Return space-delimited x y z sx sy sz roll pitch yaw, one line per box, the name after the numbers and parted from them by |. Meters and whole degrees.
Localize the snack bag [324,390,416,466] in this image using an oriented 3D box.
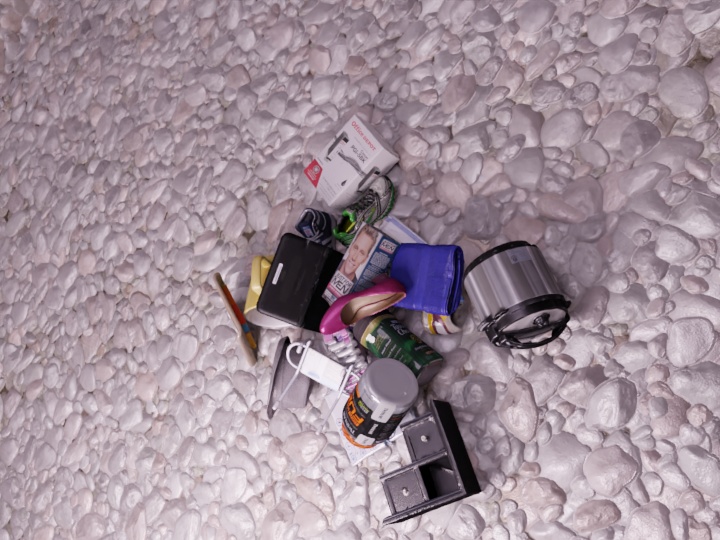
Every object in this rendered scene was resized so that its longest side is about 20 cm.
0.025 0.318 1.688 0.200 0.021 0.189 -35 61 20 | snack bag

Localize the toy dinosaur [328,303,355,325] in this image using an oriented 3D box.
-0.007 0.081 1.765 0.200 0.058 0.101 -43 68 -2 | toy dinosaur

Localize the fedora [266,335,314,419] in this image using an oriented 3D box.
-0.159 0.259 1.759 0.090 0.177 0.201 6 67 5 | fedora

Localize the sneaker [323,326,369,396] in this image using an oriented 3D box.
-0.009 0.208 1.689 0.080 0.088 0.201 -24 86 22 | sneaker

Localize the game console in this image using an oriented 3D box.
-0.131 0.032 1.764 0.175 0.116 0.201 20 88 2 | game console

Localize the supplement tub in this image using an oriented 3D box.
0.034 0.287 1.563 0.123 0.122 0.200 58 142 30 | supplement tub

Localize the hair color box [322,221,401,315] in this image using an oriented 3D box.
0.000 0.000 1.669 0.200 0.060 0.100 -61 35 6 | hair color box

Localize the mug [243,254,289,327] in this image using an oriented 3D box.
-0.208 0.038 1.833 0.187 0.149 0.154 124 150 -60 | mug

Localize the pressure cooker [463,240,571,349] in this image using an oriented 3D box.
0.313 0.063 1.478 0.176 0.179 0.200 -31 62 19 | pressure cooker

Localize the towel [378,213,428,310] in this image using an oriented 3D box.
0.064 -0.015 1.725 0.147 0.024 0.200 39 93 18 | towel

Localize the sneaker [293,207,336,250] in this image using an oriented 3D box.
-0.107 -0.059 1.822 0.070 0.108 0.201 -15 69 29 | sneaker

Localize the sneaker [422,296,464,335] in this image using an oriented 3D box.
0.187 0.042 1.631 0.090 0.075 0.201 -6 83 33 | sneaker

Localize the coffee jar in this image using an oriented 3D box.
0.080 0.166 1.630 0.200 0.104 0.085 39 114 26 | coffee jar

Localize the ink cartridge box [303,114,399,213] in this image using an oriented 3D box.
-0.024 -0.264 1.840 0.200 0.083 0.147 -46 57 15 | ink cartridge box

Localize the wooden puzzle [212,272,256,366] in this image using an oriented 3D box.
-0.312 0.123 1.876 0.037 0.185 0.200 -22 59 -9 | wooden puzzle

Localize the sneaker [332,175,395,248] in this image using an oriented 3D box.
0.010 -0.143 1.785 0.078 0.085 0.200 37 97 34 | sneaker

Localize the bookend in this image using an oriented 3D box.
0.120 0.403 1.553 0.198 0.092 0.201 -27 66 21 | bookend

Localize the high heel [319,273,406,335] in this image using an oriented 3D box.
0.004 0.082 1.587 0.200 0.067 0.096 -41 32 -6 | high heel

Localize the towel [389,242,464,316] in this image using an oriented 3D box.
0.141 0.016 1.586 0.200 0.049 0.148 7 86 53 | towel

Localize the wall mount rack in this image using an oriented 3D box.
-0.103 0.254 1.646 0.200 0.075 0.174 27 109 15 | wall mount rack
